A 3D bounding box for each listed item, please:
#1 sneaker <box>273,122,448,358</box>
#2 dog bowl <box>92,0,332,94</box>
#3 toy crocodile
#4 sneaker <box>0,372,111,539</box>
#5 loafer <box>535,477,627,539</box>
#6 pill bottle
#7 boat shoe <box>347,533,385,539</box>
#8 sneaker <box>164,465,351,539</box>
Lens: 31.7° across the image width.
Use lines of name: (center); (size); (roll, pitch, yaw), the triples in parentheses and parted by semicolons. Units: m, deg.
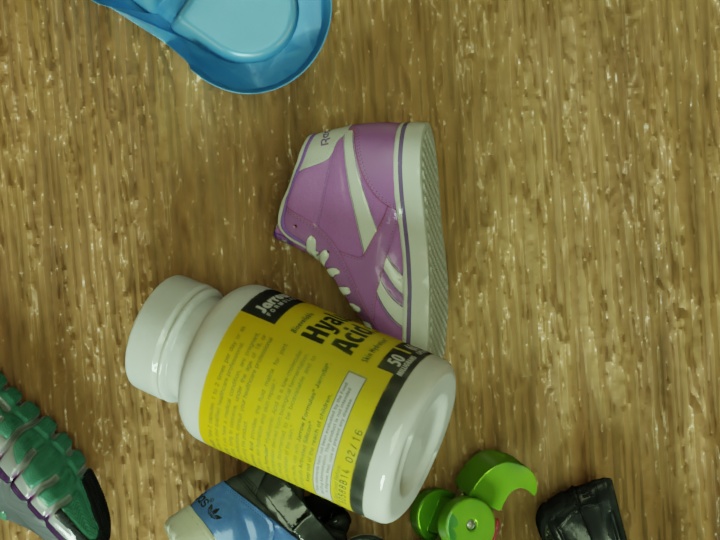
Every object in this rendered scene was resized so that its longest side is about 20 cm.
sneaker: (0.000, 0.000, 0.875); (0.114, 0.073, 0.202); (-2, 99, 14)
dog bowl: (-0.113, -0.200, 0.851); (0.200, 0.050, 0.112); (34, 90, -7)
toy crocodile: (0.057, 0.215, 0.873); (0.062, 0.067, 0.201); (29, 77, -16)
sneaker: (-0.255, 0.128, 0.858); (0.087, 0.074, 0.200); (-40, 89, 15)
loafer: (0.195, 0.243, 0.898); (0.070, 0.068, 0.201); (-28, 92, 5)
pill bottle: (-0.048, 0.075, 0.821); (0.199, 0.111, 0.112); (21, 92, 18)
boat shoe: (-0.007, 0.260, 0.781); (0.071, 0.063, 0.201); (3, 70, 16)
sneaker: (-0.039, 0.219, 0.870); (0.111, 0.077, 0.200); (-34, 107, -15)
